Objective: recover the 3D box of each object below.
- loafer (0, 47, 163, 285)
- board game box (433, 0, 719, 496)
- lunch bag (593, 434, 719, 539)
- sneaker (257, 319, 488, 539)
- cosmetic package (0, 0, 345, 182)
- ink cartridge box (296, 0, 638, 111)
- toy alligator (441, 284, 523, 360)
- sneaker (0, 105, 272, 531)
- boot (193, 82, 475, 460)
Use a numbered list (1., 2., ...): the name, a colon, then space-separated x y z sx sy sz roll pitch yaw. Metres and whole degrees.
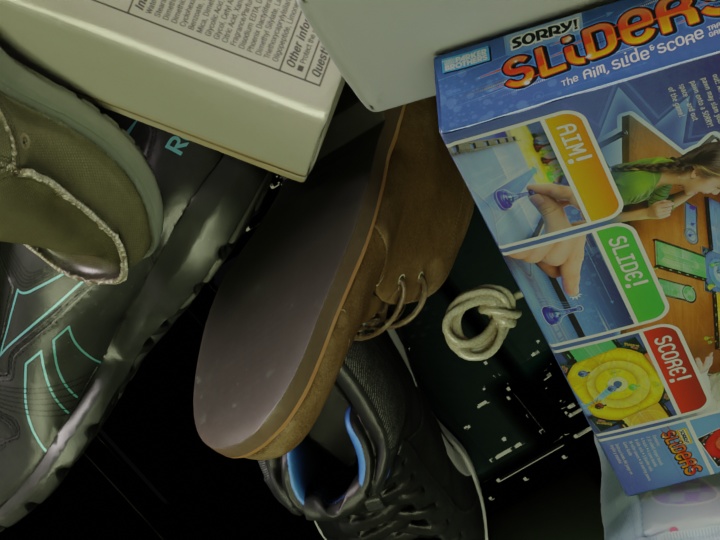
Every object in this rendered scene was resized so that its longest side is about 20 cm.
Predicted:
1. loafer: -0.140 -0.040 0.828 0.075 0.070 0.200 6 157 36
2. board game box: 0.119 -0.010 0.780 0.135 0.035 0.200 -15 138 14
3. lunch bag: 0.175 0.099 0.933 0.199 0.170 0.127 25 121 -15
4. sneaker: -0.002 0.084 0.964 0.073 0.112 0.201 -15 118 12
5. cosmetic package: -0.091 -0.118 0.836 0.199 0.104 0.073 21 163 -1
6. ink cartridge box: 0.043 -0.171 0.763 0.144 0.201 0.084 -15 155 11
7. toy alligator: 0.116 -0.006 0.921 0.199 0.054 0.060 -17 91 -14
8. sneaker: -0.115 0.016 0.963 0.079 0.075 0.200 34 108 -5
9. boot: 0.000 0.000 0.868 0.073 0.200 0.075 -23 122 36
